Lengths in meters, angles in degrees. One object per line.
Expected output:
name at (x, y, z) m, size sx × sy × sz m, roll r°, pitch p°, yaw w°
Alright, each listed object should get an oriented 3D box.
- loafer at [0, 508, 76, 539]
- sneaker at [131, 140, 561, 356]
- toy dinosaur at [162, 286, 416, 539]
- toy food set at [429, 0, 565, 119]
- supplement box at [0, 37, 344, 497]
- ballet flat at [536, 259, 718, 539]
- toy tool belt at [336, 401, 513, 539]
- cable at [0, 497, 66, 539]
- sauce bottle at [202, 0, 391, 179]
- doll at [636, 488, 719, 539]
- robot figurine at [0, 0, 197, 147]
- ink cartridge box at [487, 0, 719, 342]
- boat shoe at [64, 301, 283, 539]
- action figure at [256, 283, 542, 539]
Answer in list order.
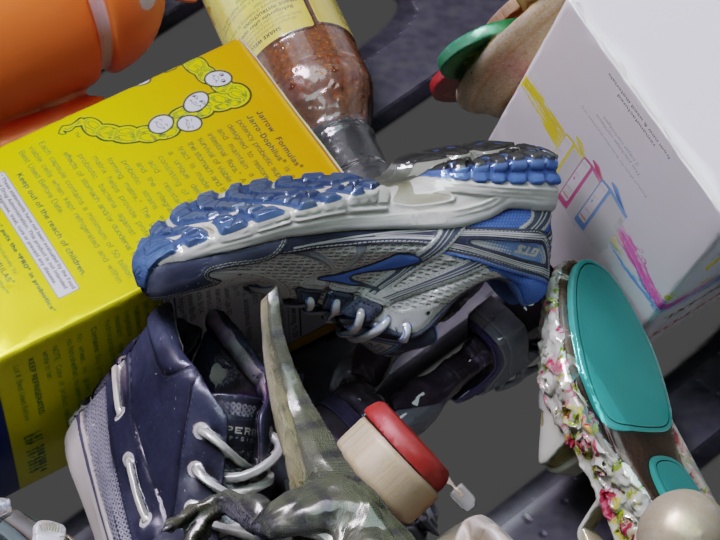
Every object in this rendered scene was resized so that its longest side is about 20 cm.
loafer at (-0.098, 0.176, 1.086) m, size 0.200 × 0.072 × 0.063 m, roll 46°, pitch 39°, yaw 22°
sneaker at (0.000, 0.000, 1.100) m, size 0.198 × 0.086 × 0.077 m, roll -10°, pitch 11°, yaw -18°
toy dinosaur at (-0.023, 0.107, 1.009) m, size 0.088 × 0.047 × 0.201 m, roll -35°, pitch 57°, yaw 6°
toy food set at (0.119, -0.139, 1.227) m, size 0.199 × 0.198 × 0.049 m, roll -26°, pitch 78°, yaw -45°
supplement box at (-0.113, -0.002, 1.176) m, size 0.199 × 0.109 × 0.110 m, roll -26°, pitch 58°, yaw -18°
ballet flat at (0.114, 0.091, 1.126) m, size 0.075 × 0.064 × 0.201 m, roll 11°, pitch 49°, yaw -47°
toy tool belt at (0.031, 0.167, 1.043) m, size 0.123 × 0.125 × 0.200 m, roll -43°, pitch 85°, yaw -1°
cable at (-0.196, 0.203, 1.022) m, size 0.198 × 0.069 × 0.202 m, roll -10°, pitch 70°, yaw 13°
sauce bottle at (-0.033, -0.106, 1.278) m, size 0.066 × 0.066 × 0.201 m, roll -15°, pitch 55°, yaw -11°
doll at (0.190, 0.168, 1.042) m, size 0.200 × 0.048 × 0.136 m, roll 44°, pitch 90°, yaw 2°
robot figurine at (-0.184, -0.136, 1.267) m, size 0.199 × 0.117 × 0.144 m, roll -25°, pitch 59°, yaw -16°
ink cartridge box at (0.153, -0.061, 1.177) m, size 0.128 × 0.200 × 0.126 m, roll -30°, pitch 77°, yaw -20°
boat shoe at (-0.064, 0.104, 1.064) m, size 0.074 × 0.093 × 0.201 m, roll 6°, pitch 41°, yaw -38°
action figure at (0.005, 0.064, 1.159) m, size 0.200 × 0.070 × 0.130 m, roll -39°, pitch 70°, yaw -20°
